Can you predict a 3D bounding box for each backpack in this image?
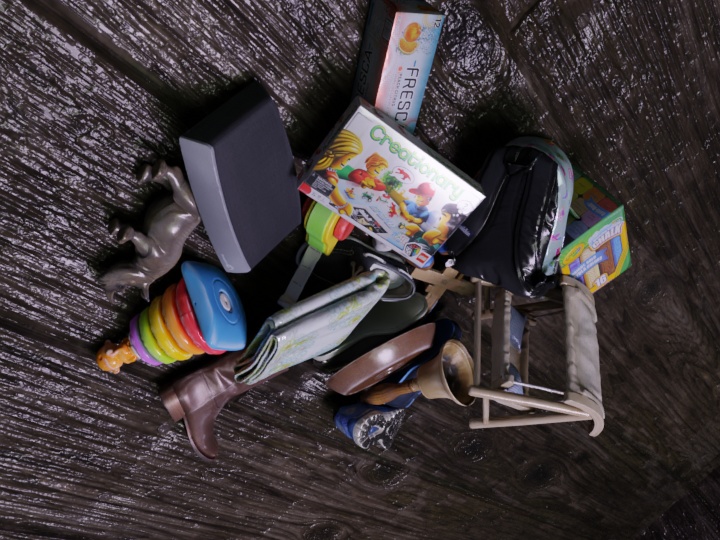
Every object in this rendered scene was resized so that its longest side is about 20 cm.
[{"bbox_3d":[0.215,-0.083,0.980,0.126,0.164,0.204,-36,140,-61],"label":"backpack"}]

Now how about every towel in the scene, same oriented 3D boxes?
[{"bbox_3d":[-0.065,0.079,0.947,0.198,0.049,0.171,-24,166,-36],"label":"towel"}]

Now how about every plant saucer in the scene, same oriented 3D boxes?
[{"bbox_3d":[0.039,0.145,1.112,0.198,0.035,0.200,-28,168,-6],"label":"plant saucer"}]

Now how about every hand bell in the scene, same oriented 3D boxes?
[{"bbox_3d":[0.081,0.189,1.148,0.198,0.106,0.103,-23,146,34],"label":"hand bell"}]

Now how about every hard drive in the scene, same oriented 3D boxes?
[{"bbox_3d":[-0.128,-0.099,0.820,0.135,0.042,0.202,-45,146,-30],"label":"hard drive"}]

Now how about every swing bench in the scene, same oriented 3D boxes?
[{"bbox_3d":[0.260,0.122,1.049,0.196,0.202,0.131,0,146,10],"label":"swing bench"}]

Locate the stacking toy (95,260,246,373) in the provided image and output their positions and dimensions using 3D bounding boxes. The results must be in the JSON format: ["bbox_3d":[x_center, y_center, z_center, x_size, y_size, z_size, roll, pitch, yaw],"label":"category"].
[{"bbox_3d":[-0.253,0.081,0.899,0.197,0.118,0.110,-26,168,12],"label":"stacking toy"}]

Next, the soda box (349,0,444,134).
[{"bbox_3d":[0.034,-0.219,0.841,0.067,0.064,0.203,-6,130,-27],"label":"soda box"}]

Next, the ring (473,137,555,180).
[{"bbox_3d":[0.234,-0.116,1.093,0.197,0.019,0.203,-17,133,-19],"label":"ring"}]

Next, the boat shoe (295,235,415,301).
[{"bbox_3d":[0.000,0.000,1.010,0.197,0.061,0.076,7,123,-37],"label":"boat shoe"}]

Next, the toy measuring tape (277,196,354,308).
[{"bbox_3d":[-0.060,-0.038,0.915,0.073,0.073,0.202,25,98,-44],"label":"toy measuring tape"}]

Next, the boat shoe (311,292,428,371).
[{"bbox_3d":[0.014,0.094,1.097,0.198,0.072,0.061,-22,140,-3],"label":"boat shoe"}]

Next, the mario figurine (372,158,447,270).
[{"bbox_3d":[0.073,-0.089,0.990,0.125,0.104,0.201,-66,154,-20],"label":"mario figurine"}]

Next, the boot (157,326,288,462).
[{"bbox_3d":[-0.179,0.184,1.060,0.198,0.064,0.188,-31,138,-13],"label":"boot"}]

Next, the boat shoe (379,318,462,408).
[{"bbox_3d":[0.110,0.159,1.214,0.068,0.085,0.200,27,124,-24],"label":"boat shoe"}]

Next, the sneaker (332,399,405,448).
[{"bbox_3d":[0.015,0.260,1.243,0.080,0.088,0.200,-64,152,-2],"label":"sneaker"}]

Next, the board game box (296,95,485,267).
[{"bbox_3d":[0.038,-0.101,0.853,0.198,0.035,0.127,30,117,-24],"label":"board game box"}]

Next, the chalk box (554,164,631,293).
[{"bbox_3d":[0.324,-0.066,1.089,0.123,0.125,0.201,-34,139,-2],"label":"chalk box"}]

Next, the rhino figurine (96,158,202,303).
[{"bbox_3d":[-0.244,-0.036,0.822,0.087,0.060,0.201,20,114,-40],"label":"rhino figurine"}]

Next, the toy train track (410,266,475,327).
[{"bbox_3d":[0.109,0.038,1.131,0.113,0.033,0.201,18,125,-22],"label":"toy train track"}]
